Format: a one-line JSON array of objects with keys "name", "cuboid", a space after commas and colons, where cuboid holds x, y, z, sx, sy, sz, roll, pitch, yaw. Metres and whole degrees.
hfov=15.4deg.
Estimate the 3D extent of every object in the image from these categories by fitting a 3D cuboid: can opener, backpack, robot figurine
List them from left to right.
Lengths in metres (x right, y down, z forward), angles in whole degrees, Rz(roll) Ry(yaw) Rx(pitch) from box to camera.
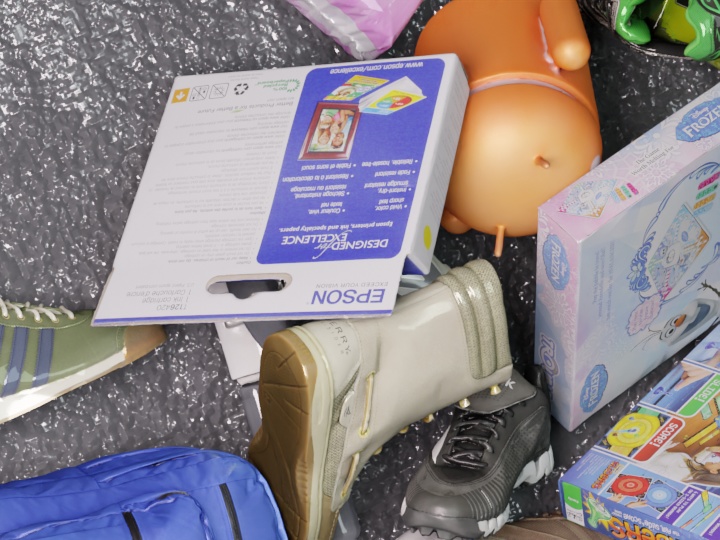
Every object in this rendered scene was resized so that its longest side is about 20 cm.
[{"name": "backpack", "cuboid": [-0.135, 0.192, 1.577, 0.199, 0.168, 0.163, -10, 93, -25]}, {"name": "can opener", "cuboid": [-0.053, 0.083, 1.672, 0.053, 0.067, 0.201, -17, 90, 10]}, {"name": "robot figurine", "cuboid": [0.094, -0.101, 1.713, 0.143, 0.200, 0.117, -21, 130, 14]}]

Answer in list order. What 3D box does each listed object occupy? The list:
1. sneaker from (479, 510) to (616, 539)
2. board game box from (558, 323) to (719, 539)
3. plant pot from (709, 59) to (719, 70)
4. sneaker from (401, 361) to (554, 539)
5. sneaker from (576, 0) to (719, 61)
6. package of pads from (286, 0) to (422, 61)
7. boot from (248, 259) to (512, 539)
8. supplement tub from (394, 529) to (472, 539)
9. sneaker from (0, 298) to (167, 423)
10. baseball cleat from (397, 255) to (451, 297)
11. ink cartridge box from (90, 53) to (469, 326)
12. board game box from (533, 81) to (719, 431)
[{"name": "sneaker", "cuboid": [0.148, 0.188, 1.757, 0.199, 0.071, 0.076, 15, 49, -16]}, {"name": "board game box", "cuboid": [0.241, 0.113, 1.737, 0.200, 0.135, 0.035, -39, 133, -34]}, {"name": "plant pot", "cuboid": [0.352, -0.200, 1.819, 0.181, 0.200, 0.199, 44, 69, -19]}, {"name": "sneaker", "cuboid": [0.075, 0.106, 1.668, 0.066, 0.200, 0.091, 9, 106, 19]}, {"name": "sneaker", "cuboid": [0.183, -0.186, 1.746, 0.085, 0.200, 0.078, -14, 114, -36]}, {"name": "package of pads", "cuboid": [0.014, -0.248, 1.746, 0.120, 0.076, 0.200, 38, 70, -15]}, {"name": "boot", "cuboid": [0.013, 0.086, 1.608, 0.154, 0.200, 0.072, -23, 54, -24]}, {"name": "supplement tub", "cuboid": [0.081, 0.264, 1.674, 0.200, 0.132, 0.132, 43, 70, -11]}, {"name": "sneaker", "cuboid": [-0.219, 0.042, 1.613, 0.200, 0.067, 0.090, -25, 98, -20]}, {"name": "baseball cleat", "cuboid": [0.000, 0.000, 1.721, 0.106, 0.070, 0.200, -33, 91, -9]}, {"name": "ink cartridge box", "cuboid": [-0.045, -0.039, 1.610, 0.047, 0.197, 0.201, 60, 36, -48]}, {"name": "board game box", "cuboid": [0.198, -0.017, 1.734, 0.199, 0.200, 0.043, -35, 58, -24]}]
